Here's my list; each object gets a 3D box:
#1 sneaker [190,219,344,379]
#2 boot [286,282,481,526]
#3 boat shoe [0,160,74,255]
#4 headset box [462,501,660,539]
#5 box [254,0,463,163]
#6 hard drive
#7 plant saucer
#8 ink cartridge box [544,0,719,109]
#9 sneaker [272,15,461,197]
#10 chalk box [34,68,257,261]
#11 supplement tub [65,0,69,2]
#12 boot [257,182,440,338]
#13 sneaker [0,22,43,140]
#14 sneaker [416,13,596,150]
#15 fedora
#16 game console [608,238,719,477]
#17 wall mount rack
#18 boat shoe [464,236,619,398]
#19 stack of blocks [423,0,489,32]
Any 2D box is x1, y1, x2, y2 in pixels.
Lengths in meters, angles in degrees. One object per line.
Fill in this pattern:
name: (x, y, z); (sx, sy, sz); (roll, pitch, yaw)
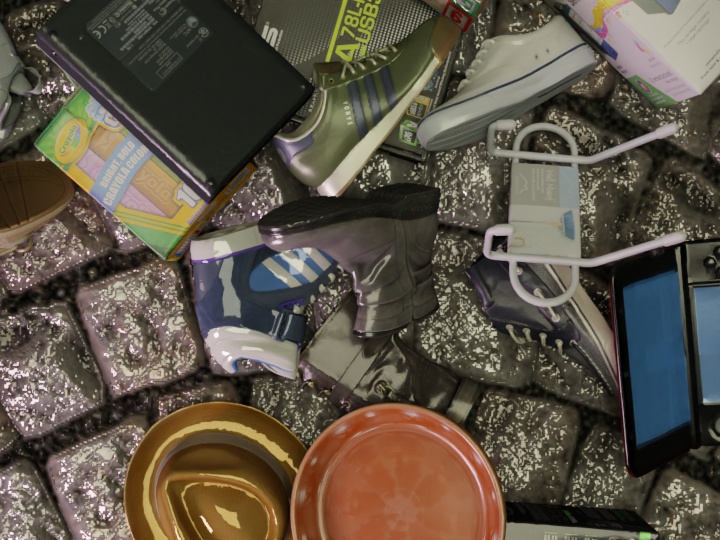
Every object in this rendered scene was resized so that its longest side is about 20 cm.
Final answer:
sneaker: (-0.057, 0.022, 1.125); (0.198, 0.080, 0.148); (-14, 99, -20)
boot: (0.002, 0.136, 1.148); (0.173, 0.069, 0.201); (31, 86, 3)
boat shoe: (-0.360, -0.042, 1.131); (0.198, 0.063, 0.074); (-21, 66, -4)
headset box: (0.182, 0.316, 1.138); (0.197, 0.093, 0.177); (5, 91, -3)
box: (-0.003, -0.225, 1.143); (0.191, 0.048, 0.202); (18, 90, -7)
hard drive: (-0.155, -0.174, 1.028); (0.200, 0.033, 0.140); (43, 70, -2)
plant saucer: (0.034, 0.220, 1.088); (0.198, 0.032, 0.203); (0, 89, 16)
ink cartridge box: (0.247, -0.251, 1.104); (0.200, 0.145, 0.088); (44, 91, -3)
sneaker: (-0.002, -0.165, 1.087); (0.090, 0.067, 0.201); (37, 95, -11)
chalk box: (-0.209, -0.119, 1.098); (0.200, 0.124, 0.124); (41, 89, -2)
supplement tub: (-0.309, -0.336, 1.090); (0.198, 0.123, 0.124); (27, 90, -3)
boot: (0.000, 0.000, 1.066); (0.198, 0.069, 0.133); (-10, 107, -36)
sneaker: (-0.392, -0.154, 1.112); (0.200, 0.075, 0.115); (-41, 90, -5)
sneaker: (0.127, -0.178, 1.134); (0.199, 0.073, 0.071); (-28, 78, -22)
fedora: (-0.129, 0.222, 1.127); (0.198, 0.082, 0.204); (0, 90, -2)
game console: (0.326, 0.078, 1.113); (0.170, 0.119, 0.203); (-4, 99, 17)
wall mount rack: (0.199, -0.068, 1.095); (0.171, 0.075, 0.202); (3, 61, 2)
boat shoe: (0.178, 0.052, 1.149); (0.092, 0.075, 0.201); (-32, 84, 3)
stack of blocks: (0.112, -0.336, 1.111); (0.115, 0.059, 0.201); (37, 73, 2)
